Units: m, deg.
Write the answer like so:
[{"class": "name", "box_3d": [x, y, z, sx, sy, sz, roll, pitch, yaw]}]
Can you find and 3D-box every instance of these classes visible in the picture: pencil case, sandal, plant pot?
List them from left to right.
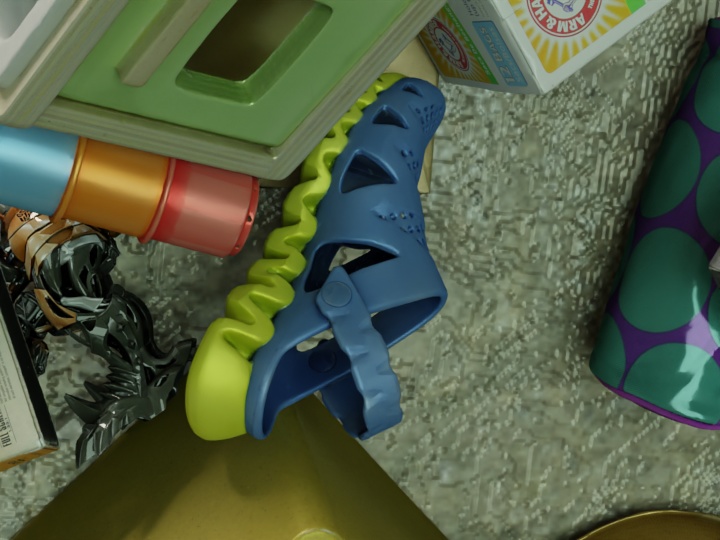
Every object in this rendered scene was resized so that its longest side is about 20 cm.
[{"class": "plant pot", "box_3d": [-0.044, 0.176, 0.763, 0.200, 0.176, 0.200, -43, 106, -5]}, {"class": "sandal", "box_3d": [0.000, 0.000, 0.742, 0.087, 0.080, 0.200, 20, 63, 10]}, {"class": "pencil case", "box_3d": [0.186, -0.024, 0.839, 0.092, 0.085, 0.201, 18, 94, -4]}]

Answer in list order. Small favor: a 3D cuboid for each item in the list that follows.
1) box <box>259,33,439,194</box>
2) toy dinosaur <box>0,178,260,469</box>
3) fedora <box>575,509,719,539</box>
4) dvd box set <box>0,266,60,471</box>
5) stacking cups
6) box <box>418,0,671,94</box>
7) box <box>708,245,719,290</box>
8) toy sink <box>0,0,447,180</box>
[{"class": "box", "box_3d": [-0.038, -0.138, 0.793, 0.163, 0.021, 0.201, 2, 98, -15]}, {"class": "toy dinosaur", "box_3d": [-0.133, 0.011, 0.757, 0.200, 0.102, 0.136, -33, 91, 20]}, {"class": "fedora", "box_3d": [0.163, 0.225, 0.875, 0.200, 0.082, 0.201, -3, 100, -15]}, {"class": "dvd box set", "box_3d": [-0.244, 0.044, 0.716, 0.200, 0.029, 0.147, -22, 78, 1]}, {"class": "stacking cups", "box_3d": [-0.139, -0.053, 0.693, 0.199, 0.060, 0.061, 13, 96, -18]}, {"class": "box", "box_3d": [0.108, -0.181, 0.769, 0.200, 0.101, 0.113, -36, 111, -14]}, {"class": "box", "box_3d": [0.252, -0.006, 0.819, 0.161, 0.049, 0.200, -53, 138, -14]}, {"class": "toy sink", "box_3d": [-0.084, -0.126, 0.652, 0.200, 0.112, 0.130, 12, 135, -40]}]
